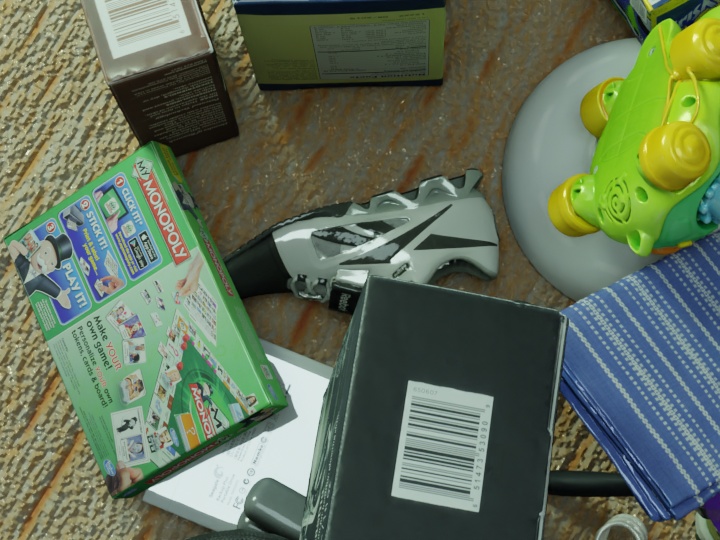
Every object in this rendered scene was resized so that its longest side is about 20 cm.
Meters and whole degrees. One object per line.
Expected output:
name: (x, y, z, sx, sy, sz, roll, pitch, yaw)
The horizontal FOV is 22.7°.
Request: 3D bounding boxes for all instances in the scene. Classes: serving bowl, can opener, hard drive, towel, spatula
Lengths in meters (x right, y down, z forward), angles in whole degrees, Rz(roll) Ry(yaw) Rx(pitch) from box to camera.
serving bowl: (0.197, -0.070, 1.224, 0.199, 0.066, 0.201, 0, 80, 2)
can opener: (0.019, 0.188, 1.172, 0.199, 0.053, 0.067, 28, 50, 7)
hard drive: (-0.030, 0.133, 1.214, 0.199, 0.027, 0.132, 22, 81, 6)
towel: (0.210, 0.061, 1.114, 0.200, 0.024, 0.145, -24, 70, -36)
spatula: (0.194, 0.145, 1.153, 0.021, 0.199, 0.057, -51, 126, -33)

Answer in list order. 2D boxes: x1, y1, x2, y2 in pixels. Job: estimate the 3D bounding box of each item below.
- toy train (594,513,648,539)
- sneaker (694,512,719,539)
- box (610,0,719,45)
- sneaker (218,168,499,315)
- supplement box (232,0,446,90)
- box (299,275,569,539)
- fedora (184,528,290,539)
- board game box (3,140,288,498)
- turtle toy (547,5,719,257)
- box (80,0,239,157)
toy train: (0.224, 0.251, 1.174, 0.199, 0.056, 0.151, 28, 81, 3)
sneaker: (0.296, 0.109, 1.177, 0.077, 0.089, 0.200, 30, 82, 7)
box: (0.177, -0.248, 1.232, 0.070, 0.064, 0.200, -29, 65, -3)
sneaker: (0.000, 0.000, 1.212, 0.199, 0.074, 0.089, -16, 78, -1)
supplement box: (-0.011, -0.241, 1.192, 0.134, 0.200, 0.201, -1, 80, 2)
box: (0.032, 0.139, 1.051, 0.123, 0.197, 0.201, 11, 64, -3)
fedora: (-0.076, 0.272, 1.156, 0.200, 0.092, 0.201, -1, 76, 2)
board game box: (-0.147, 0.033, 1.200, 0.134, 0.029, 0.201, -30, 73, 17)
turtle toy: (0.209, -0.092, 1.134, 0.101, 0.146, 0.201, 28, 66, -16)
box: (-0.133, -0.147, 1.179, 0.075, 0.200, 0.101, -18, 80, -4)
